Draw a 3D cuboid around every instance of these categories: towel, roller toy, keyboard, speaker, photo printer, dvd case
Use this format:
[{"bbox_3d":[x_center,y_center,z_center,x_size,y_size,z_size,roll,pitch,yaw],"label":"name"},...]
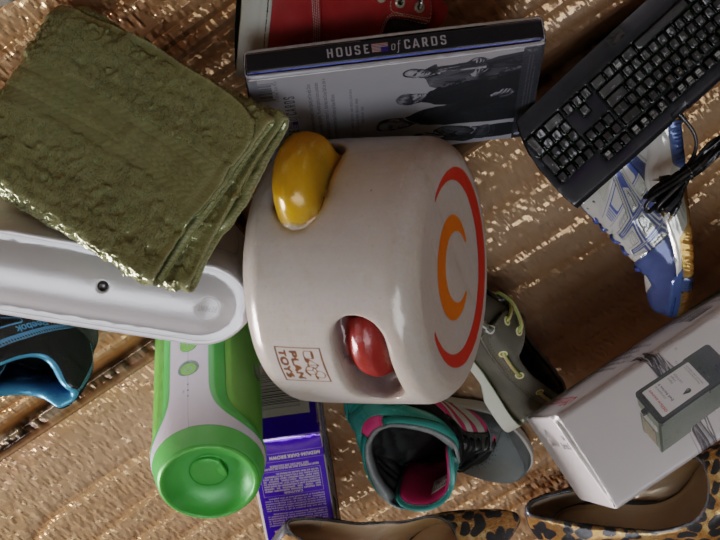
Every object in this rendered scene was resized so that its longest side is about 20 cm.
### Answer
[{"bbox_3d":[-0.159,-0.082,1.093,0.199,0.149,0.037,28,165,18],"label":"towel"},{"bbox_3d":[0.000,0.000,1.150,0.139,0.200,0.184,0,89,20],"label":"roller toy"},{"bbox_3d":[0.216,-0.118,1.156,0.200,0.021,0.127,-42,96,4],"label":"keyboard"},{"bbox_3d":[-0.113,0.086,1.226,0.088,0.201,0.089,-3,128,-4],"label":"speaker"},{"bbox_3d":[-0.170,-0.009,1.172,0.198,0.167,0.070,9,107,-14],"label":"photo printer"},{"bbox_3d":[0.023,-0.121,1.147,0.198,0.025,0.150,-6,161,-1],"label":"dvd case"}]

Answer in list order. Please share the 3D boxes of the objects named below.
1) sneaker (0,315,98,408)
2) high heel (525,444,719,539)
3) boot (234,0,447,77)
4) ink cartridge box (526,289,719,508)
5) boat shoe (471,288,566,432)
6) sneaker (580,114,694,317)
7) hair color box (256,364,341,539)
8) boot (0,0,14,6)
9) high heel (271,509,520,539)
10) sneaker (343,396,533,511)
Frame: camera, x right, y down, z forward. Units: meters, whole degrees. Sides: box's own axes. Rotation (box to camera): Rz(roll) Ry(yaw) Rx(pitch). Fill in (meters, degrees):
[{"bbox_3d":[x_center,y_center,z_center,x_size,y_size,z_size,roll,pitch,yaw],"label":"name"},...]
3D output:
[{"bbox_3d":[-0.297,0.048,1.253,0.198,0.082,0.074,11,127,-13],"label":"sneaker"},{"bbox_3d":[0.242,0.189,1.412,0.142,0.072,0.200,21,132,-28],"label":"high heel"},{"bbox_3d":[-0.008,-0.213,1.093,0.143,0.073,0.201,0,135,-7],"label":"boot"},{"bbox_3d":[0.237,0.091,1.260,0.199,0.146,0.084,-33,87,-5],"label":"ink cartridge box"},{"bbox_3d":[0.104,0.049,1.305,0.060,0.072,0.202,-23,133,11],"label":"boat shoe"},{"bbox_3d":[0.203,-0.053,1.244,0.087,0.075,0.201,-8,119,10],"label":"sneaker"},{"bbox_3d":[-0.052,0.171,1.355,0.064,0.110,0.201,-7,129,-1],"label":"hair color box"},{"bbox_3d":[-0.296,-0.206,1.026,0.068,0.131,0.200,-40,121,23],"label":"boot"},{"bbox_3d":[0.028,0.210,1.296,0.199,0.072,0.143,-24,139,-4],"label":"high heel"},{"bbox_3d":[0.069,0.149,1.344,0.199,0.121,0.084,29,119,-25],"label":"sneaker"}]
